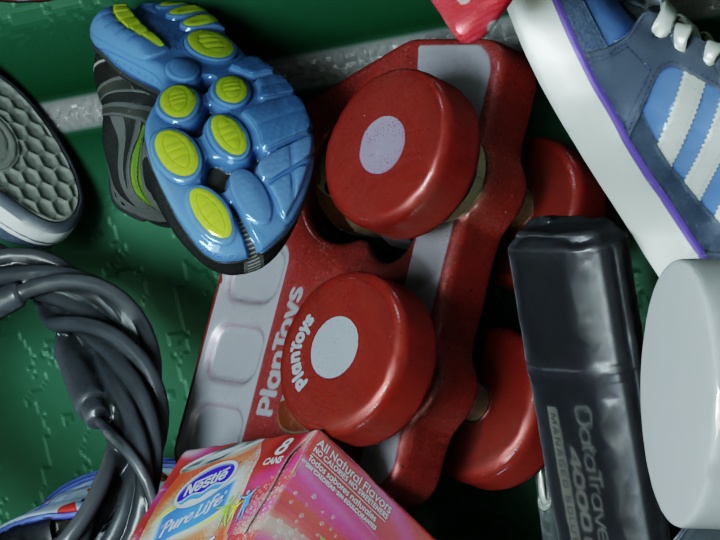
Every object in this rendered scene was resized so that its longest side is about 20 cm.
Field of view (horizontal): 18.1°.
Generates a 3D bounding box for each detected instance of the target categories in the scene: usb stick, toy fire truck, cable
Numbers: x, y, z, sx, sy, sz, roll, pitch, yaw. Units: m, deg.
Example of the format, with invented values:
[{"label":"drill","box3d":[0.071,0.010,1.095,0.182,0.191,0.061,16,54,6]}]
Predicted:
[{"label":"usb stick","box3d":[0.096,0.077,0.886,0.055,0.032,0.202,1,106,45]},{"label":"toy fire truck","box3d":[0.000,0.000,0.948,0.167,0.112,0.202,5,78,44]},{"label":"cable","box3d":[-0.157,0.069,0.983,0.199,0.051,0.164,17,67,31]}]

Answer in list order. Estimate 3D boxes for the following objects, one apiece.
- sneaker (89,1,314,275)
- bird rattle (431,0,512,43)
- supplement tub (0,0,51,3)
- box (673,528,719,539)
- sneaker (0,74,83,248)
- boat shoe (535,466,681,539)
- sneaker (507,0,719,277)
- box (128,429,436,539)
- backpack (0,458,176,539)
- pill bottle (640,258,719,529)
[{"label":"sneaker","box3d":[-0.068,-0.049,0.958,0.070,0.200,0.083,-10,119,-17]},{"label":"bird rattle","box3d":[0.047,-0.184,0.755,0.163,0.113,0.200,53,154,-7]},{"label":"supplement tub","box3d":[-0.144,-0.224,0.968,0.106,0.107,0.201,26,113,17]},{"label":"box","box3d":[0.218,0.140,0.858,0.200,0.158,0.051,38,130,11]},{"label":"sneaker","box3d":[-0.236,-0.044,1.081,0.202,0.077,0.147,36,125,4]},{"label":"boat shoe","box3d":[0.103,0.133,0.962,0.068,0.073,0.201,2,111,33]},{"label":"sneaker","box3d":[0.155,-0.072,0.865,0.146,0.081,0.201,-31,100,9]},{"label":"box","box3d":[-0.001,0.164,0.910,0.200,0.096,0.099,45,148,-22]},{"label":"backpack","box3d":[-0.089,0.182,1.025,0.199,0.154,0.192,-9,106,19]},{"label":"pill bottle","box3d":[0.208,0.044,0.810,0.198,0.113,0.114,1,106,-8]}]
